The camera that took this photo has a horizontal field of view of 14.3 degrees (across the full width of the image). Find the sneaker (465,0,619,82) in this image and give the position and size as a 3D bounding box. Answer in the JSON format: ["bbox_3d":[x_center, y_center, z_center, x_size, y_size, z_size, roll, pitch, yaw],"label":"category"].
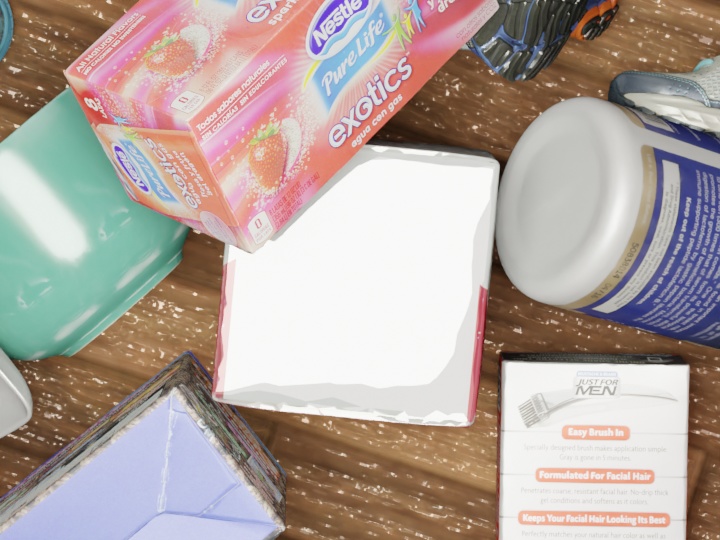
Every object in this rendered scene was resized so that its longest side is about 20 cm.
[{"bbox_3d":[0.091,-0.160,1.603,0.078,0.200,0.076,34,112,13],"label":"sneaker"}]

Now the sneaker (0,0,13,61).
[{"bbox_3d":[-0.277,-0.087,1.638,0.079,0.096,0.201,32,92,-2],"label":"sneaker"}]

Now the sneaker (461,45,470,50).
[{"bbox_3d":[0.009,-0.175,1.648,0.199,0.073,0.071,17,96,-1],"label":"sneaker"}]

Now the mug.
[{"bbox_3d":[-0.156,-0.032,1.613,0.185,0.152,0.115,-39,94,9],"label":"mug"}]

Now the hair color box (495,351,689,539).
[{"bbox_3d":[0.133,0.150,1.674,0.110,0.064,0.201,1,95,0],"label":"hair color box"}]

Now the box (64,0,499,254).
[{"bbox_3d":[-0.038,-0.118,1.461,0.200,0.102,0.095,-45,133,-22],"label":"box"}]

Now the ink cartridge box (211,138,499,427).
[{"bbox_3d":[0.000,0.000,1.596,0.144,0.200,0.146,5,93,2],"label":"ink cartridge box"}]

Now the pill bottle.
[{"bbox_3d":[0.183,-0.019,1.604,0.199,0.116,0.116,15,93,-33],"label":"pill bottle"}]

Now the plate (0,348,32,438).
[{"bbox_3d":[-0.283,0.027,1.613,0.200,0.200,0.032,50,52,-8],"label":"plate"}]

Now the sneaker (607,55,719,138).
[{"bbox_3d":[0.240,-0.107,1.664,0.199,0.078,0.087,5,81,-8],"label":"sneaker"}]

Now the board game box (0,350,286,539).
[{"bbox_3d":[-0.131,0.139,1.600,0.159,0.200,0.097,-38,94,2],"label":"board game box"}]
